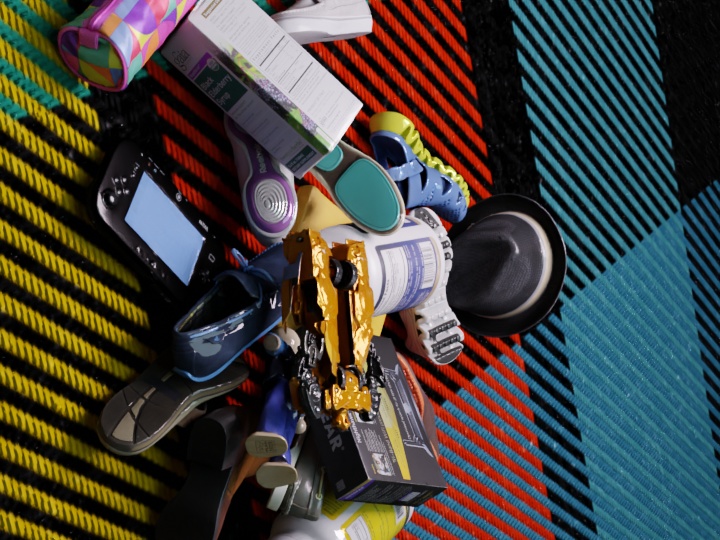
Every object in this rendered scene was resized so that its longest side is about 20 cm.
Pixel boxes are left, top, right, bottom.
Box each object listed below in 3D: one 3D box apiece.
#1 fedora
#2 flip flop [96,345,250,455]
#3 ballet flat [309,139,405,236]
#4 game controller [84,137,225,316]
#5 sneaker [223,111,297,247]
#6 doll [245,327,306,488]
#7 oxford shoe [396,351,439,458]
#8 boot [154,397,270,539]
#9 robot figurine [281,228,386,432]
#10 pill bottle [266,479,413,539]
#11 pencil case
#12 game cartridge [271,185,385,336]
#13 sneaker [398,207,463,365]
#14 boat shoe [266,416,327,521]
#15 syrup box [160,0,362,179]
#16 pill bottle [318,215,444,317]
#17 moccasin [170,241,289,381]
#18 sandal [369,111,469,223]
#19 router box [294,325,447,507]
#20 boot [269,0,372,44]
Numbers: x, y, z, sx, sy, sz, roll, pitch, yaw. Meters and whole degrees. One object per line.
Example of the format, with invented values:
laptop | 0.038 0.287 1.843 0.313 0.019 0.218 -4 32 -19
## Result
fedora | 0.166 -0.004 1.697 0.091 0.198 0.204 -7 95 -54
flip flop | -0.191 0.134 1.323 0.200 0.081 0.058 -40 154 -47
ballet flat | -0.015 -0.108 1.491 0.069 0.200 0.070 -36 159 -17
game controller | -0.204 -0.041 1.325 0.200 0.042 0.105 52 50 -41
sneaker | -0.112 -0.121 1.442 0.100 0.074 0.203 107 -21 -72
doll | -0.084 0.126 1.359 0.201 0.048 0.138 -86 165 -56
oxford shoe | 0.056 0.175 1.667 0.073 0.070 0.202 -71 152 -53
boot | -0.139 0.222 1.404 0.200 0.068 0.191 -12 113 -70
robot figurine | -0.031 0.065 1.337 0.144 0.058 0.203 12 72 -51
pill bottle | -0.032 0.298 1.496 0.200 0.111 0.114 -35 117 -48
pencil case | -0.214 -0.266 1.279 0.089 0.087 0.201 57 47 -36
game cartridge | -0.036 0.024 1.568 0.200 0.032 0.178 41 58 -43
sneaker | 0.076 0.020 1.678 0.074 0.081 0.203 -13 101 -32
boat shoe | -0.049 0.206 1.472 0.202 0.060 0.073 -65 178 -56
syrup box | -0.103 -0.201 1.364 0.200 0.079 0.082 41 55 -12
pill bottle | 0.000 0.000 1.500 0.199 0.110 0.113 -10 98 -51
moccasin | -0.119 0.030 1.337 0.201 0.080 0.069 -53 144 -40
sandal | 0.066 -0.114 1.675 0.200 0.079 0.088 39 62 -37
router box | 0.005 0.163 1.475 0.156 0.052 0.202 18 44 -51
boot | -0.056 -0.317 1.518 0.199 0.073 0.097 -22 101 -61
